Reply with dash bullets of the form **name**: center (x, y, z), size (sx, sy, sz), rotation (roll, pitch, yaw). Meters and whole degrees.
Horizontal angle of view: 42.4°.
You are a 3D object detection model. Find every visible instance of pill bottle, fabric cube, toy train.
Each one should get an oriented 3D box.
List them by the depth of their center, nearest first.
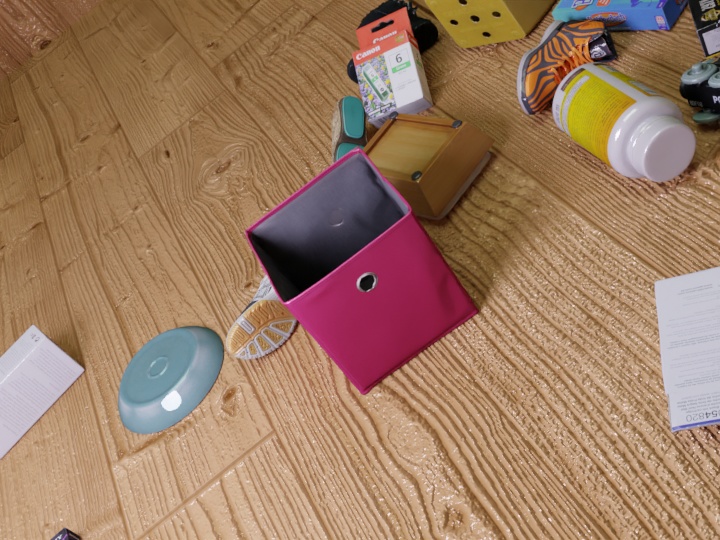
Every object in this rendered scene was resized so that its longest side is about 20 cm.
- **toy train**: center (0.490, -0.230, 1.153), size (0.114, 0.085, 0.200), rotation (-29, 22, -10)
- **pill bottle**: center (0.345, -0.192, 1.217), size (0.109, 0.109, 0.200), rotation (-37, 37, 2)
- **fabric cube**: center (0.000, 0.000, 1.224), size (0.196, 0.199, 0.200), rotation (-36, 37, 1)

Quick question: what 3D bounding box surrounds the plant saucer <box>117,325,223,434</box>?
- **plant saucer**: center (-0.305, 0.158, 1.440), size (0.200, 0.036, 0.200), rotation (-22, 40, 19)

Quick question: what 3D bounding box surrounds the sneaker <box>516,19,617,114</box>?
- **sneaker**: center (0.314, -0.316, 1.396), size (0.112, 0.078, 0.200), rotation (3, 53, 42)

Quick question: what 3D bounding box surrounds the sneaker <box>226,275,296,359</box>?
- **sneaker**: center (-0.130, 0.052, 1.394), size (0.200, 0.076, 0.088), rotation (-48, 23, -17)

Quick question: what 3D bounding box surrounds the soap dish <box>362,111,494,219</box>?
- **soap dish**: center (0.085, -0.166, 1.424), size (0.200, 0.081, 0.157), rotation (18, 64, 49)

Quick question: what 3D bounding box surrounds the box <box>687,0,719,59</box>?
- **box**: center (0.535, -0.375, 1.270), size (0.159, 0.049, 0.200), rotation (-20, 28, 24)

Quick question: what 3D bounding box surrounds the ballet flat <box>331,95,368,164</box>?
- **ballet flat**: center (-0.020, -0.202, 1.562), size (0.065, 0.070, 0.200), rotation (125, 154, -52)

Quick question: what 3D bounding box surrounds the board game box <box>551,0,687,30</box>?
- **board game box**: center (0.425, -0.443, 1.465), size (0.200, 0.045, 0.152), rotation (13, 60, 46)

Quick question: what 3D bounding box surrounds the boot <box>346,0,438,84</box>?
- **boot**: center (0.038, -0.435, 1.747), size (0.198, 0.073, 0.162), rotation (-33, 39, -5)

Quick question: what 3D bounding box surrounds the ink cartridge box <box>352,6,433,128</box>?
- **ink cartridge box**: center (0.047, -0.358, 1.604), size (0.109, 0.050, 0.200), rotation (-20, 72, 22)

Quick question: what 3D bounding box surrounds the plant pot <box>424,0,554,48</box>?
- **plant pot**: center (0.217, -0.497, 1.583), size (0.200, 0.200, 0.177), rotation (1, 64, 39)

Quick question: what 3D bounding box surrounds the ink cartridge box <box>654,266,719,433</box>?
- **ink cartridge box**: center (0.409, 0.073, 0.947), size (0.199, 0.041, 0.200), rotation (-15, 43, 27)

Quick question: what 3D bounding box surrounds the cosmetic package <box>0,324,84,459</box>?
- **cosmetic package**: center (-0.577, 0.203, 1.561), size (0.200, 0.101, 0.071), rotation (-48, 38, -15)

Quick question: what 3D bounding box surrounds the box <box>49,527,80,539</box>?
- **box**: center (-0.418, 0.455, 1.225), size (0.143, 0.036, 0.200), rotation (-40, 36, -3)
